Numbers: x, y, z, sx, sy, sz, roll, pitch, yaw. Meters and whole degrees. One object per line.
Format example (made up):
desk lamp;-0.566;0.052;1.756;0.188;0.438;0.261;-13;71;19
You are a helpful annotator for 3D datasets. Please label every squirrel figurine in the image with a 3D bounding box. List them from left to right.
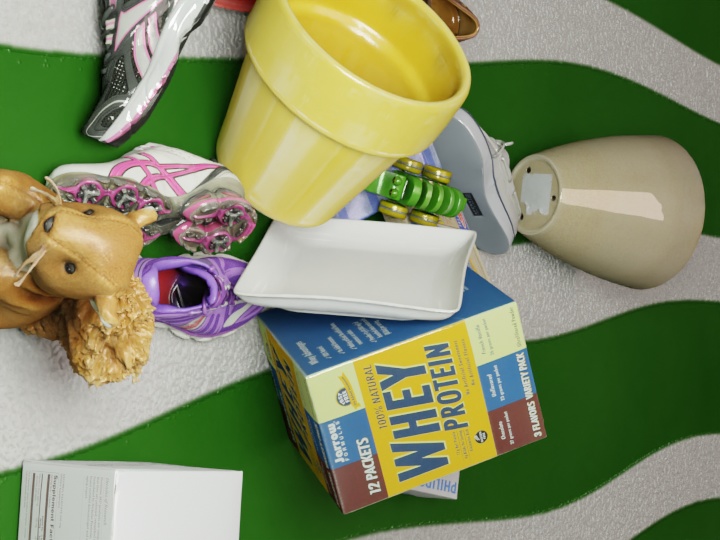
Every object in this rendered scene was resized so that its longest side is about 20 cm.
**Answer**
squirrel figurine;-0.221;-0.003;1.234;0.200;0.185;0.143;45;55;-44

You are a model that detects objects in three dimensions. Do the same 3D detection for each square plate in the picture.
square plate;0.000;0.000;1.488;0.200;0.196;0.029;-68;162;-67

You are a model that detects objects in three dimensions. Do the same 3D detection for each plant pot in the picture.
plant pot;-0.032;-0.149;1.470;0.199;0.189;0.202;24;37;-20
plant pot;0.272;-0.080;1.949;0.198;0.186;0.190;7;84;-39

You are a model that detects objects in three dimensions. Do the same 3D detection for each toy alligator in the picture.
toy alligator;0.041;-0.082;1.644;0.199;0.054;0.060;14;96;-37

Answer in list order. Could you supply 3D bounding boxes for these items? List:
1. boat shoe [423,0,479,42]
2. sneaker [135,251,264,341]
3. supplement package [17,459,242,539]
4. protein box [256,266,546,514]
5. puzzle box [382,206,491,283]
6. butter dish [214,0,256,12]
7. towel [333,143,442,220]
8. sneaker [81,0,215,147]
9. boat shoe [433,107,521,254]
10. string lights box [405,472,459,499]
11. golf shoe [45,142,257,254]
boat shoe;0.045;-0.274;1.686;0.199;0.067;0.073;8;102;-45
sneaker;-0.140;0.023;1.435;0.199;0.083;0.082;0;90;-55
supplement package;-0.189;0.259;1.341;0.155;0.110;0.203;10;82;-53
protein box;0.033;0.095;1.512;0.198;0.198;0.136;-19;109;-12
puzzle box;0.093;0.005;1.728;0.133;0.025;0.202;12;51;-54
butter dish;-0.051;-0.340;1.509;0.199;0.147;0.203;-4;93;-53
towel;0.004;-0.154;1.643;0.146;0.024;0.202;-30;118;-26
sneaker;-0.189;-0.199;1.390;0.086;0.080;0.201;28;75;-4
boat shoe;0.138;-0.118;1.829;0.086;0.074;0.203;-59;136;-35
string lights box;0.061;0.132;1.730;0.102;0.058;0.203;19;74;-49
golf shoe;-0.186;-0.067;1.399;0.199;0.073;0.093;7;42;-42
